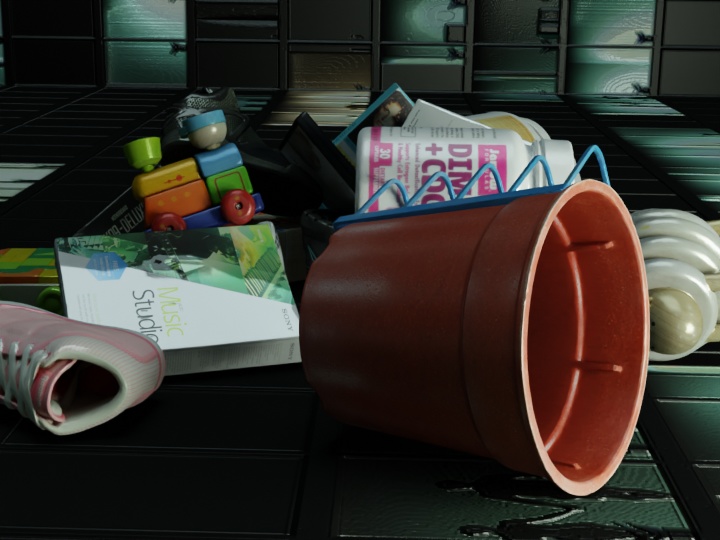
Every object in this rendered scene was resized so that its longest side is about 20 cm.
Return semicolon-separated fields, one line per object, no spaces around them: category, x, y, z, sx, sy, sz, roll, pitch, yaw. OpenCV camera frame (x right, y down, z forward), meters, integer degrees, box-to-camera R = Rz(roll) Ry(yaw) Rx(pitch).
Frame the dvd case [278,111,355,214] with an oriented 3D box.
dvd case;-0.030;-0.096;1.260;0.018;0.143;0.200;-41;4;-8

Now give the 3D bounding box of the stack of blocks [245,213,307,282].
stack of blocks;-0.124;-0.025;1.280;0.198;0.060;0.114;-10;18;-36

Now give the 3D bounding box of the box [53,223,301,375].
box;-0.158;0.025;1.014;0.197;0.037;0.145;-4;46;-20

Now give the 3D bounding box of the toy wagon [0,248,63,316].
toy wagon;-0.347;0.010;1.177;0.196;0.040;0.155;1;15;-1

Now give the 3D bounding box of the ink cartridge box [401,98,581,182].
ink cartridge box;0.144;-0.092;1.294;0.198;0.084;0.145;26;-12;27

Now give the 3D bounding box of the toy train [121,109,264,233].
toy train;-0.202;-0.074;1.128;0.197;0.117;0.085;-19;1;-13

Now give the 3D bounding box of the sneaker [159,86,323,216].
sneaker;-0.123;-0.132;1.258;0.197;0.076;0.116;20;48;-29

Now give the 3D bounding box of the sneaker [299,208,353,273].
sneaker;0.000;0.000;1.167;0.074;0.081;0.200;0;19;-28

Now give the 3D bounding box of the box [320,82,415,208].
box;-0.003;-0.123;1.397;0.200;0.082;0.049;-42;13;8

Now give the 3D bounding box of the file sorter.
file sorter;0.105;-0.011;0.955;0.197;0.141;0.123;-7;22;30

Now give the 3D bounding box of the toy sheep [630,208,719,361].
toy sheep;0.268;0.008;1.032;0.135;0.140;0.201;3;27;8

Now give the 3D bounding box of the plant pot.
plant pot;0.074;0.042;0.817;0.193;0.204;0.200;1;12;36

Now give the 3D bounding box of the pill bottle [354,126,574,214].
pill bottle;0.095;-0.075;1.092;0.196;0.115;0.114;1;15;2

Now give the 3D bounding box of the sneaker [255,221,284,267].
sneaker;-0.143;0.010;1.109;0.075;0.082;0.199;11;19;28

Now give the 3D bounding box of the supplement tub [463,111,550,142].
supplement tub;0.151;-0.127;1.508;0.143;0.147;0.199;13;19;39

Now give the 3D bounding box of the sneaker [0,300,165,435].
sneaker;-0.252;0.072;0.874;0.197;0.077;0.105;6;10;2

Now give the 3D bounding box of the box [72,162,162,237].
box;-0.207;-0.074;1.325;0.157;0.050;0.199;-34;-4;31
